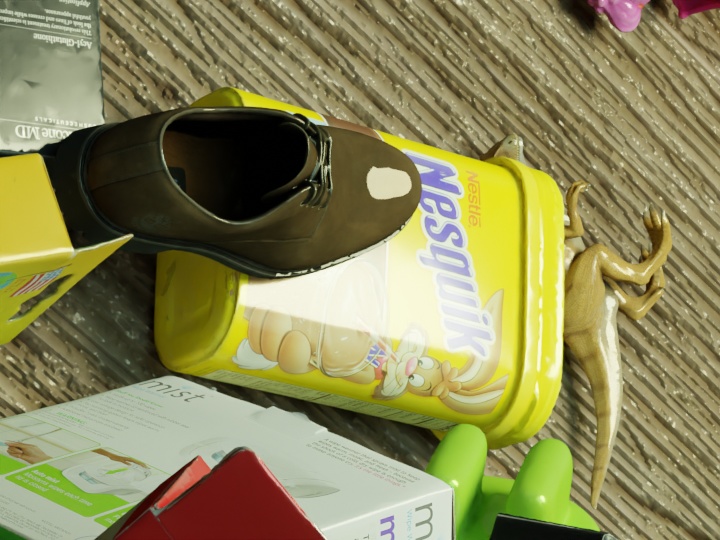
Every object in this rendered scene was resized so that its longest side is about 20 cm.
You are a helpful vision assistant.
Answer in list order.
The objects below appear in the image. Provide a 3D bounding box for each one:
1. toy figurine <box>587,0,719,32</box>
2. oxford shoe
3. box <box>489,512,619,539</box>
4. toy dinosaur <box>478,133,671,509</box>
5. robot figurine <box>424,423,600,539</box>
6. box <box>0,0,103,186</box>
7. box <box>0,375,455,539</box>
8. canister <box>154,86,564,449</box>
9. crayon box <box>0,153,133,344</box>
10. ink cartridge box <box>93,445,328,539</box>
[{"bbox_3d":[0.149,-0.209,1.516,0.200,0.150,0.184,-47,119,-14],"label":"toy figurine"},{"bbox_3d":[-0.035,-0.038,1.225,0.199,0.084,0.073,-2,81,-45],"label":"oxford shoe"},{"bbox_3d":[0.101,0.227,1.197,0.141,0.079,0.201,26,77,-36],"label":"box"},{"bbox_3d":[0.124,0.019,1.475,0.106,0.060,0.201,-23,87,-16],"label":"toy dinosaur"},{"bbox_3d":[0.056,0.179,1.297,0.116,0.174,0.202,-59,155,-67],"label":"robot figurine"},{"bbox_3d":[-0.217,-0.115,1.200,0.199,0.079,0.142,6,72,-38],"label":"box"},{"bbox_3d":[-0.089,0.125,1.157,0.176,0.199,0.098,-13,111,-41],"label":"box"},{"bbox_3d":[0.000,0.000,1.350,0.199,0.086,0.150,14,69,-34],"label":"canister"},{"bbox_3d":[-0.212,0.005,1.147,0.199,0.127,0.051,-10,73,-41],"label":"crayon box"},{"bbox_3d":[-0.073,0.154,0.990,0.116,0.200,0.067,50,17,-3],"label":"ink cartridge box"}]
